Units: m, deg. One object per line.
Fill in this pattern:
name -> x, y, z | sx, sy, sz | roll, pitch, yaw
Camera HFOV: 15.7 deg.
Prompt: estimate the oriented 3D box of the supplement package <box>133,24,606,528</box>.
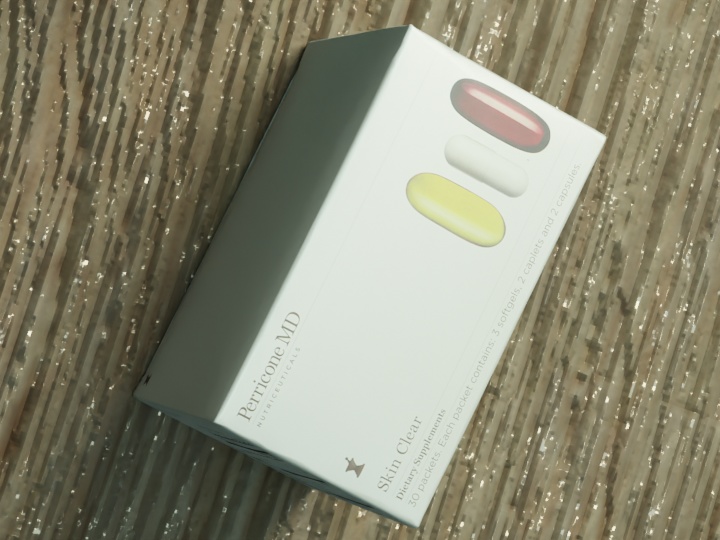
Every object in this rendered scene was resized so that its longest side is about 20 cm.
supplement package -> 0.000, 0.000, 1.223 | 0.111, 0.156, 0.200 | 28, 83, -17
